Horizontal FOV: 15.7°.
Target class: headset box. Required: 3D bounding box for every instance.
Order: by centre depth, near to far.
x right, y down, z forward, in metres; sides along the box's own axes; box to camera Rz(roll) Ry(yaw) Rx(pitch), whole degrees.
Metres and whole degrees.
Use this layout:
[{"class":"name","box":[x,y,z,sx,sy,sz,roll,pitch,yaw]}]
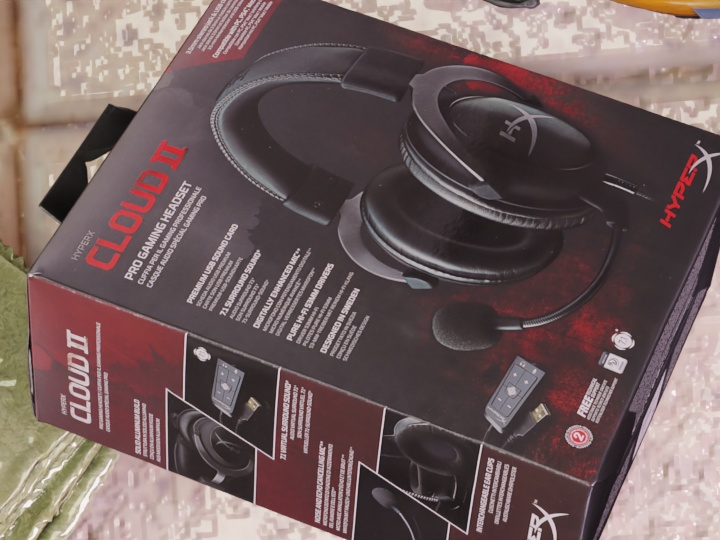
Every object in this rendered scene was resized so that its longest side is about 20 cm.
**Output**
[{"class":"headset box","box":[0.000,0.000,0.814,0.199,0.077,0.149,21,51,12]}]

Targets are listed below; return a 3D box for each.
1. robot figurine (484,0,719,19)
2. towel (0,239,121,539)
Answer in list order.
[{"class":"robot figurine","box":[0.078,-0.152,0.851,0.199,0.058,0.145,15,89,12]},{"class":"towel","box":[-0.172,0.039,0.873,0.200,0.037,0.148,34,80,24]}]
